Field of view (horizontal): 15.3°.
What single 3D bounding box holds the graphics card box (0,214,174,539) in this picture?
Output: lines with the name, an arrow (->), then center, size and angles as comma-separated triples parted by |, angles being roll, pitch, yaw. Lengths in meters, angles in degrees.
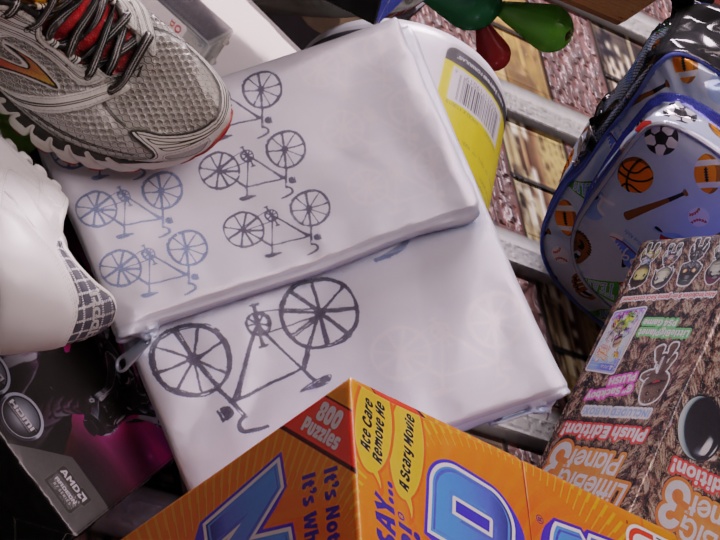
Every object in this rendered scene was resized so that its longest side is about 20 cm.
graphics card box -> -0.130, 0.043, 1.240 | 0.126, 0.051, 0.200 | 54, 35, 0

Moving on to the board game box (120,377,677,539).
board game box -> 0.008, 0.205, 1.128 | 0.200, 0.200, 0.200 | 27, 42, -33

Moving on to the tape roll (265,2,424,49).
tape roll -> -0.050, -0.209, 1.542 | 0.200, 0.066, 0.200 | 30, 41, -30

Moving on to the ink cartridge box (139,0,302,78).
ink cartridge box -> -0.128, -0.126, 1.291 | 0.200, 0.146, 0.085 | 46, 75, -15

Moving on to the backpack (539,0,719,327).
backpack -> 0.203, -0.035, 1.578 | 0.200, 0.191, 0.154 | 38, 43, 2

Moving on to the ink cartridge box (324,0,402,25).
ink cartridge box -> -0.060, -0.204, 1.283 | 0.200, 0.094, 0.044 | 27, 39, 15

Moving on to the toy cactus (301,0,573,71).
toy cactus -> 0.021, -0.179, 1.450 | 0.165, 0.102, 0.200 | -40, 97, -37

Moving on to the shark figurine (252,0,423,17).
shark figurine -> -0.079, -0.164, 1.371 | 0.214, 0.090, 0.128 | 37, 41, 29

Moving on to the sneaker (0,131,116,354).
sneaker -> -0.178, -0.036, 1.176 | 0.080, 0.076, 0.200 | -4, 48, -33

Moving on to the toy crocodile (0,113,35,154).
toy crocodile -> -0.228, -0.124, 1.258 | 0.200, 0.062, 0.068 | 46, 35, -11

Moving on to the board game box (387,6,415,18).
board game box -> -0.043, -0.221, 1.485 | 0.200, 0.019, 0.103 | 54, 34, 1

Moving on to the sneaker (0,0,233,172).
sneaker -> -0.141, -0.109, 1.160 | 0.200, 0.082, 0.078 | 31, 69, -18

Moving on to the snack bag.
snack bag -> -0.025, 0.001, 1.207 | 0.188, 0.021, 0.200 | -19, 77, -15

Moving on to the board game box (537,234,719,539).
board game box -> 0.197, 0.106, 1.452 | 0.159, 0.097, 0.200 | 35, 70, -25

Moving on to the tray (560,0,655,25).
tray -> 0.067, -0.206, 1.403 | 0.200, 0.037, 0.099 | 18, 56, -33

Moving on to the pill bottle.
pill bottle -> 0.003, -0.016, 1.298 | 0.112, 0.112, 0.200 | 34, 50, -26
